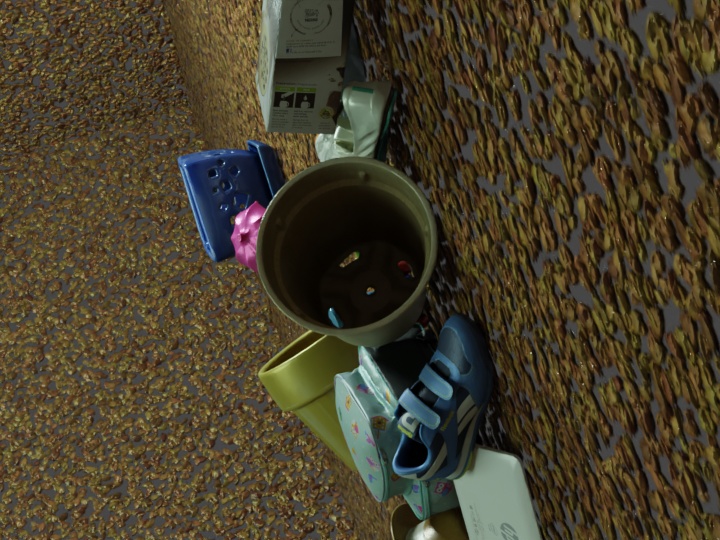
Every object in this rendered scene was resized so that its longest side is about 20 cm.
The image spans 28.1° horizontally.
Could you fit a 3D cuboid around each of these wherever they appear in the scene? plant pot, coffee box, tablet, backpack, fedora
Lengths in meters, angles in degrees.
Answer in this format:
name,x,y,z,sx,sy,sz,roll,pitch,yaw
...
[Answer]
name,x,y,z,sx,sy,sz,roll,pitch,yaw
plant pot,-0.011,0.165,1.997,0.190,0.200,0.201,57,173,-5
plant pot,0.000,0.000,1.621,0.184,0.199,0.202,61,-174,-69
coffee box,-0.058,-0.258,1.505,0.113,0.079,0.201,-105,20,-51
plant pot,-0.235,-0.144,2.756,0.200,0.178,0.202,-150,42,-76
tablet,0.154,0.282,1.577,0.130,0.014,0.202,8,119,54
backpack,0.061,0.192,1.695,0.176,0.152,0.201,49,163,56
fedora,0.123,0.345,1.720,0.200,0.082,0.201,40,-160,-18

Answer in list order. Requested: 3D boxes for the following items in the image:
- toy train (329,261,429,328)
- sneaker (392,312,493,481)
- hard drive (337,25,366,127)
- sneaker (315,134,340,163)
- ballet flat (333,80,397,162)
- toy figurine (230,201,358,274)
name,x,y,z,sx,sy,sz,roll,pitch,yaw
toy train,0.009,0.046,1.816,0.200,0.115,0.085,172,80,-81
sneaker,0.084,0.141,1.523,0.074,0.082,0.202,41,129,51
hard drive,-0.036,-0.266,1.684,0.135,0.042,0.201,-123,17,-61
sneaker,-0.015,-0.101,1.814,0.200,0.075,0.092,85,159,-62
ballet flat,0.001,-0.155,1.583,0.200,0.069,0.070,99,152,-68
toy figurine,-0.090,-0.052,2.012,0.201,0.183,0.151,85,164,-61
